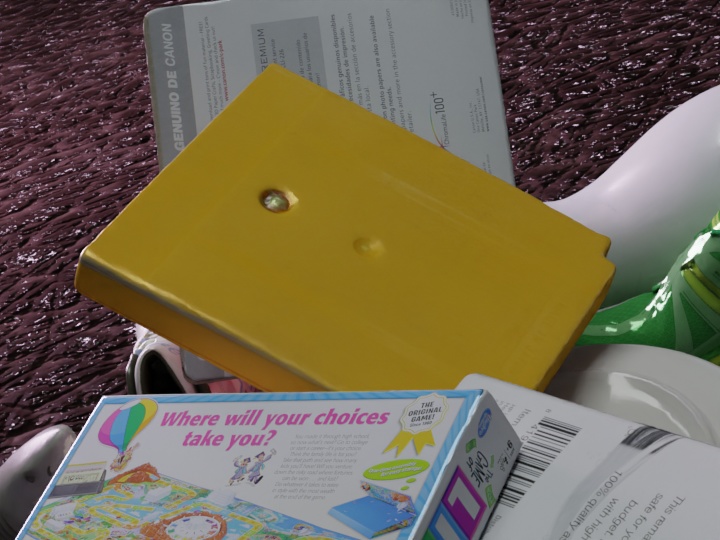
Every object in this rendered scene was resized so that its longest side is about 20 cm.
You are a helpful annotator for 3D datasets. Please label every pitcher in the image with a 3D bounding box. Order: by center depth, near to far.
[{"bbox_3d":[0.195,-0.036,1.237,0.200,0.121,0.172,-23,2,13],"label":"pitcher"}]

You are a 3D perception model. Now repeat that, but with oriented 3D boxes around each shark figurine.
[{"bbox_3d":[-0.196,0.155,0.987,0.215,0.089,0.128,-59,-5,-3],"label":"shark figurine"}]

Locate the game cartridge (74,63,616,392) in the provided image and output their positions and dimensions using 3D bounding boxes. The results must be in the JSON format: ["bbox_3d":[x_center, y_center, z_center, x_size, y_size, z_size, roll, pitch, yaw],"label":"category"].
[{"bbox_3d":[0.000,0.000,0.982,0.200,0.032,0.176,29,45,11],"label":"game cartridge"}]

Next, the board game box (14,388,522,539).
[{"bbox_3d":[-0.050,0.107,0.835,0.200,0.034,0.134,-3,44,38],"label":"board game box"}]

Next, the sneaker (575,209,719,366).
[{"bbox_3d":[0.193,0.004,1.132,0.200,0.084,0.074,-21,11,20],"label":"sneaker"}]

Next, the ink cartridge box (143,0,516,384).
[{"bbox_3d":[-0.012,-0.041,1.101,0.175,0.200,0.084,-6,-13,-1],"label":"ink cartridge box"}]

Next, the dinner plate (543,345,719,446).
[{"bbox_3d":[0.092,0.098,0.949,0.200,0.024,0.200,-12,40,11],"label":"dinner plate"}]

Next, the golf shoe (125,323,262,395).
[{"bbox_3d":[-0.085,0.050,1.109,0.078,0.097,0.200,-17,52,7],"label":"golf shoe"}]

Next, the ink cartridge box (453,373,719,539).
[{"bbox_3d":[0.081,0.133,0.799,0.200,0.086,0.146,17,57,47],"label":"ink cartridge box"}]
